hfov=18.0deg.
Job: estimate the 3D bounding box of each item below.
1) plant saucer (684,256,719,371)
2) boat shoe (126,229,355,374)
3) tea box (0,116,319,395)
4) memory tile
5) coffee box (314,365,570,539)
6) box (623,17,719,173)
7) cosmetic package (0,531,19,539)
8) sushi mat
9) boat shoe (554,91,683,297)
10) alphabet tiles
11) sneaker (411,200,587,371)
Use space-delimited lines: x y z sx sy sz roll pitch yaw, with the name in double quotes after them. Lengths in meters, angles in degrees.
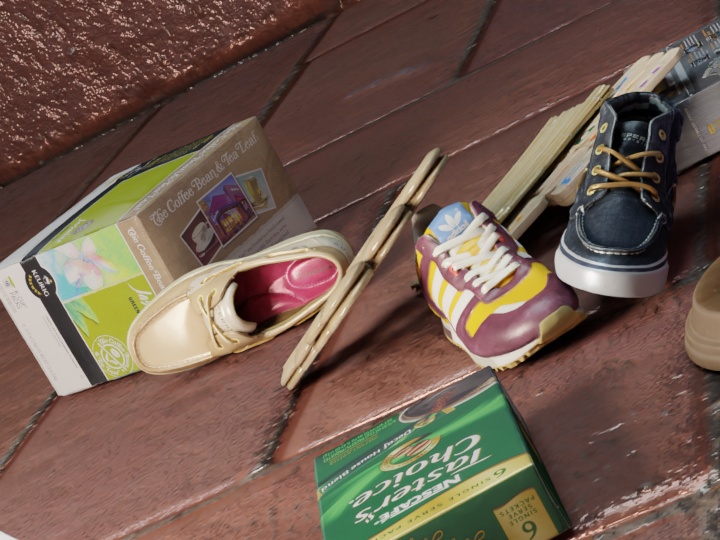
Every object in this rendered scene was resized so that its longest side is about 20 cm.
0.263 -0.009 1.247 0.199 0.030 0.200 -29 12 7 "plant saucer"
-0.098 0.026 1.798 0.199 0.074 0.069 -27 7 6 "boat shoe"
-0.176 -0.012 1.984 0.196 0.134 0.200 -20 16 39 "tea box"
0.000 0.000 1.575 0.154 0.017 0.200 -56 0 -22 "memory tile"
0.038 0.118 1.209 0.122 0.044 0.200 -28 13 4 "coffee box"
0.281 -0.147 1.695 0.158 0.049 0.200 -29 13 9 "box"
-0.235 0.237 1.170 0.199 0.123 0.200 -34 15 -18 "cosmetic package"
0.113 -0.062 1.698 0.200 0.012 0.096 -49 6 -28 "sushi mat"
0.165 -0.052 1.436 0.070 0.092 0.200 7 19 7 "boat shoe"
0.160 -0.086 1.673 0.196 0.015 0.200 -47 7 -5 "alphabet tiles"
0.077 0.004 1.462 0.075 0.091 0.200 -32 12 -12 "sneaker"
